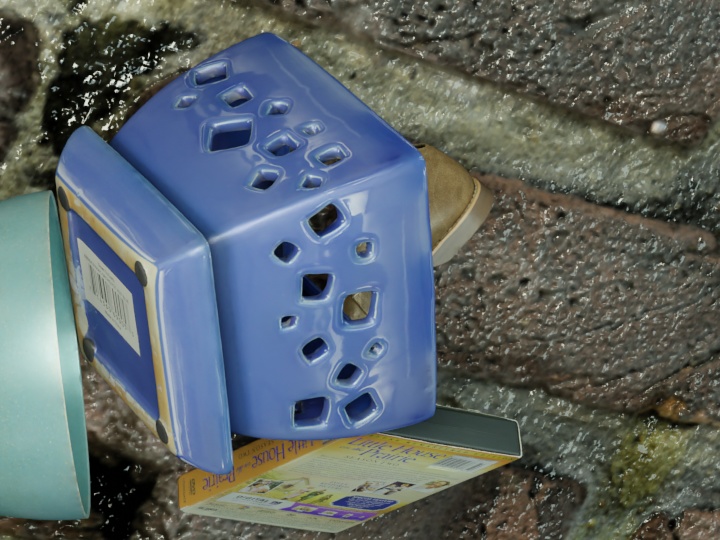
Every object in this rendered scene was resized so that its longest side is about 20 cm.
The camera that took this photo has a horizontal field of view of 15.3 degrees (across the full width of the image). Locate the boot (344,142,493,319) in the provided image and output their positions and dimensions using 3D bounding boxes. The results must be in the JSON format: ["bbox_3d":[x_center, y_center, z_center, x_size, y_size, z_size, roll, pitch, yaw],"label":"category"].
[{"bbox_3d":[0.000,0.000,1.824,0.075,0.074,0.200,41,84,-26],"label":"boot"}]

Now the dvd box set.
[{"bbox_3d":[-0.009,0.134,1.826,0.146,0.030,0.200,11,153,-38],"label":"dvd box set"}]

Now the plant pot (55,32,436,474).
[{"bbox_3d":[-0.077,-0.004,1.671,0.179,0.200,0.201,-21,127,-23],"label":"plant pot"}]

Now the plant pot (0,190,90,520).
[{"bbox_3d":[-0.242,0.059,1.625,0.134,0.200,0.201,-7,123,-3],"label":"plant pot"}]
